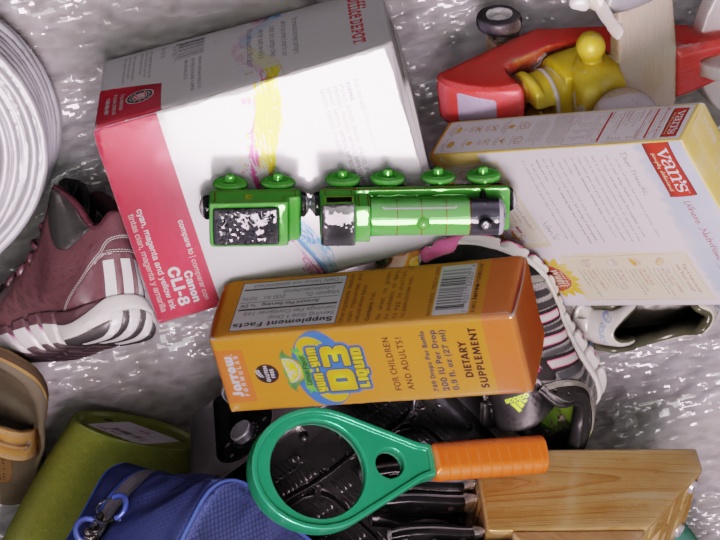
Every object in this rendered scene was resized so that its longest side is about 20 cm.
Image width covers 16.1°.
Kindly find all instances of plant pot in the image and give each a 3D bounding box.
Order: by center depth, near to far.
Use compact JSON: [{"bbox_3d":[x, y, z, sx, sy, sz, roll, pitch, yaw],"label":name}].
[{"bbox_3d":[-0.174,0.206,1.761,0.186,0.187,0.201,12,98,-6],"label":"plant pot"}]

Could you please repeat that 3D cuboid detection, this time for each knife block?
[{"bbox_3d":[0.102,0.154,1.665,0.175,0.200,0.064,33,139,21],"label":"knife block"}]

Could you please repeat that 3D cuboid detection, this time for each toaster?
[{"bbox_3d":[0.007,0.125,1.734,0.181,0.119,0.200,-36,123,16],"label":"toaster"}]

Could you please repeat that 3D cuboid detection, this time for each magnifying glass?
[{"bbox_3d":[0.024,0.123,1.610,0.199,0.022,0.080,-3,70,-18],"label":"magnifying glass"}]

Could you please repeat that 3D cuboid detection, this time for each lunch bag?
[{"bbox_3d":[-0.111,0.214,1.635,0.200,0.132,0.136,46,61,-33],"label":"lunch bag"}]

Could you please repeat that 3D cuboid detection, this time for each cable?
[{"bbox_3d":[-0.302,-0.089,1.695,0.199,0.069,0.200,-29,108,8],"label":"cable"}]

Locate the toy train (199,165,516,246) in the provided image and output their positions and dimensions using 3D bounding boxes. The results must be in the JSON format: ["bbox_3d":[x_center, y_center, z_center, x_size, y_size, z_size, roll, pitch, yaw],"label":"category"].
[{"bbox_3d":[-0.001,-0.037,1.577,0.199,0.056,0.042,-2,112,-2],"label":"toy train"}]

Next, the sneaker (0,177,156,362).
[{"bbox_3d":[-0.205,0.000,1.710,0.075,0.200,0.116,2,81,-42],"label":"sneaker"}]

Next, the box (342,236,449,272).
[{"bbox_3d":[0.000,0.000,1.753,0.200,0.041,0.039,-35,108,11],"label":"box"}]

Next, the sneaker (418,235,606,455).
[{"bbox_3d":[0.101,0.056,1.654,0.073,0.088,0.200,-16,135,25],"label":"sneaker"}]

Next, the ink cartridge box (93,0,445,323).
[{"bbox_3d":[-0.057,-0.079,1.666,0.199,0.145,0.145,-16,111,4],"label":"ink cartridge box"}]

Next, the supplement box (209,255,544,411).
[{"bbox_3d":[0.010,0.041,1.587,0.199,0.069,0.067,-4,126,17],"label":"supplement box"}]

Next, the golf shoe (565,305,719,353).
[{"bbox_3d":[0.149,0.021,1.736,0.199,0.097,0.079,-8,112,2],"label":"golf shoe"}]

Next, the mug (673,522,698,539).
[{"bbox_3d":[0.154,0.207,1.778,0.184,0.152,0.115,29,67,2],"label":"mug"}]

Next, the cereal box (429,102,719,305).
[{"bbox_3d":[0.158,-0.038,1.609,0.199,0.040,0.144,-1,135,41],"label":"cereal box"}]

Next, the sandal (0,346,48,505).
[{"bbox_3d":[-0.254,0.110,1.731,0.080,0.054,0.200,11,143,7],"label":"sandal"}]

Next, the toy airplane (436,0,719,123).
[{"bbox_3d":[0.177,-0.119,1.660,0.200,0.141,0.199,36,112,-25],"label":"toy airplane"}]
